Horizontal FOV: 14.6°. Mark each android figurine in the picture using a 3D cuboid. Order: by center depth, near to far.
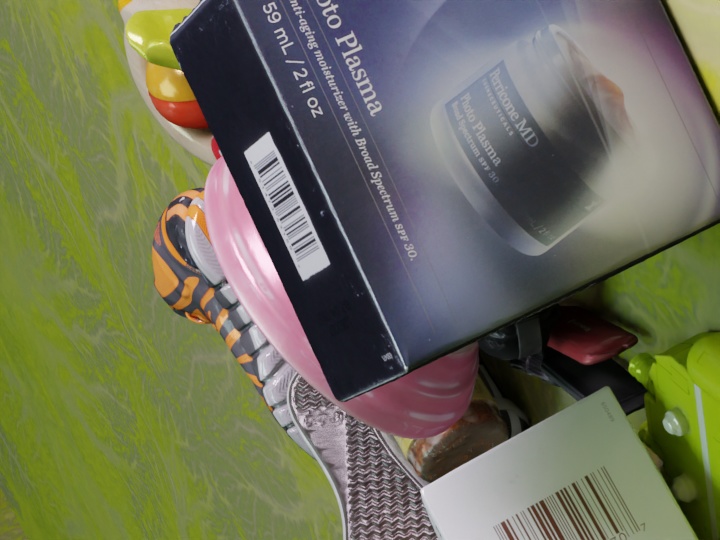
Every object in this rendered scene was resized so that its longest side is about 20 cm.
[{"bbox_3d":[0.199,0.109,1.410,0.200,0.041,0.183,44,153,46],"label":"android figurine"}]

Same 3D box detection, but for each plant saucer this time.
[{"bbox_3d":[0.000,0.000,1.588,0.200,0.051,0.201,38,-153,-24],"label":"plant saucer"}]

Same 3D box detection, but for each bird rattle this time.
[{"bbox_3d":[-0.085,-0.117,1.826,0.163,0.113,0.200,25,150,42],"label":"bird rattle"}]

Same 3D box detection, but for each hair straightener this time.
[{"bbox_3d":[0.107,0.054,1.595,0.200,0.041,0.077,22,134,62],"label":"hair straightener"}]

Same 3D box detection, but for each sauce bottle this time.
[{"bbox_3d":[0.021,0.036,1.704,0.066,0.066,0.201,91,156,-55],"label":"sauce bottle"}]

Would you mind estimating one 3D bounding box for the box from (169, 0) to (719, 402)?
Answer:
[{"bbox_3d":[0.047,-0.074,1.337,0.201,0.198,0.123,64,160,1],"label":"box"}]

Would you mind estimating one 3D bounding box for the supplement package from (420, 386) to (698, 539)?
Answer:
[{"bbox_3d":[0.116,0.162,1.509,0.118,0.117,0.200,60,178,19],"label":"supplement package"}]

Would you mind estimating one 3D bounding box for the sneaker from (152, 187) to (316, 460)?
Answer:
[{"bbox_3d":[-0.064,0.034,1.817,0.201,0.077,0.112,62,158,-9],"label":"sneaker"}]

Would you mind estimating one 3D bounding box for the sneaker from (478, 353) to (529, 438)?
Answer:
[{"bbox_3d":[0.043,0.088,1.802,0.116,0.075,0.200,66,153,16],"label":"sneaker"}]

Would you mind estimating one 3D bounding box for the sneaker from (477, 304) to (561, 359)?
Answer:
[{"bbox_3d":[0.085,-0.003,1.509,0.200,0.069,0.100,167,93,-81],"label":"sneaker"}]

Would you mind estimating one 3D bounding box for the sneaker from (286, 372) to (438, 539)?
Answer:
[{"bbox_3d":[0.025,0.146,1.714,0.085,0.073,0.201,37,-152,-63],"label":"sneaker"}]
